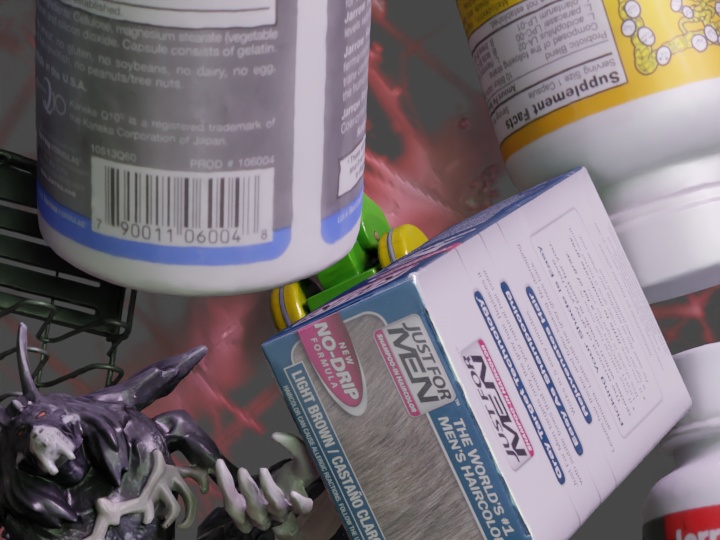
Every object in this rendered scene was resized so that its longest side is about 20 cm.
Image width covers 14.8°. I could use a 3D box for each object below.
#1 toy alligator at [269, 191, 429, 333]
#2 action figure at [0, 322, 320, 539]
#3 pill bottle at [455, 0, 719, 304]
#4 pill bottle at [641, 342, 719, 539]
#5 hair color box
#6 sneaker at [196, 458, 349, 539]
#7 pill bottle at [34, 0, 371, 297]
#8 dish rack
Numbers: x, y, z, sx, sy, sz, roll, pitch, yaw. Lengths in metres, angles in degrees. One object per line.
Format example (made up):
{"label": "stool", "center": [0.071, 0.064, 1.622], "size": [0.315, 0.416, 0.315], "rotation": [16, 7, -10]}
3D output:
{"label": "toy alligator", "center": [0.000, 0.000, 1.028], "size": [0.200, 0.059, 0.054], "rotation": [67, 21, 4]}
{"label": "action figure", "center": [-0.060, 0.097, 0.873], "size": [0.119, 0.102, 0.200], "rotation": [-39, 83, -13]}
{"label": "pill bottle", "center": [0.098, -0.090, 1.061], "size": [0.113, 0.113, 0.200], "rotation": [-12, 81, -27]}
{"label": "pill bottle", "center": [0.163, 0.129, 1.031], "size": [0.114, 0.114, 0.200], "rotation": [2, 75, -24]}
{"label": "hair color box", "center": [0.045, 0.036, 0.933], "size": [0.100, 0.060, 0.200], "rotation": [65, 22, -2]}
{"label": "sneaker", "center": [-0.039, 0.152, 0.963], "size": [0.086, 0.078, 0.200], "rotation": [38, 73, -17]}
{"label": "pill bottle", "center": [-0.052, -0.103, 0.923], "size": [0.114, 0.114, 0.200], "rotation": [-10, 118, -26]}
{"label": "dish rack", "center": [-0.146, 0.047, 0.946], "size": [0.153, 0.055, 0.200], "rotation": [15, 70, -21]}
